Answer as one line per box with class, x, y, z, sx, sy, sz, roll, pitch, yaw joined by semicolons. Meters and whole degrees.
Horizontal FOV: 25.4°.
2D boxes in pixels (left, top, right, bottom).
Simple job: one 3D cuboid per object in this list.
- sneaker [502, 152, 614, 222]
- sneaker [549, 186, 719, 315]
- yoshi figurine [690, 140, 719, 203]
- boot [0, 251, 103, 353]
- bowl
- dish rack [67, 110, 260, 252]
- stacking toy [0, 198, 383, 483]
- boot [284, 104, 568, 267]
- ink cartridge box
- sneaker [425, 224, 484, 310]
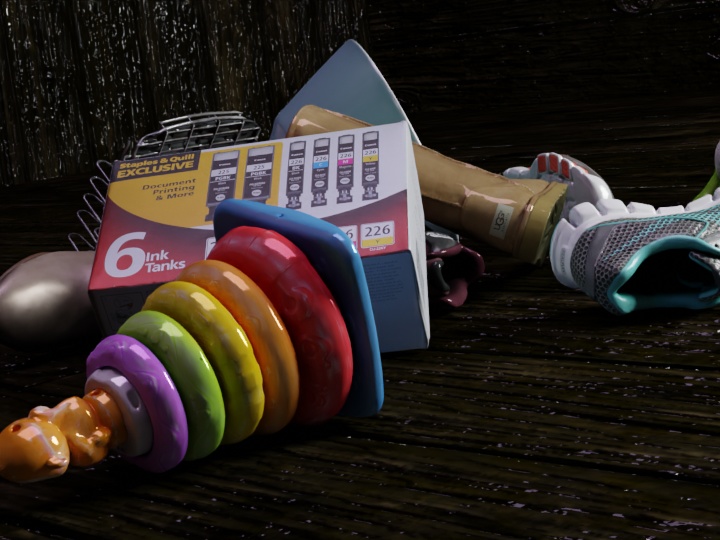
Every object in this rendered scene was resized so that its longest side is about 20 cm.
sneaker;0.186;-0.065;1.377;0.081;0.078;0.200;-3;7;-15
sneaker;0.224;-0.008;1.007;0.198;0.078;0.091;-12;24;-5
yoshi figurine;0.313;-0.058;1.229;0.112;0.113;0.200;38;8;16
boot;-0.157;0.015;1.152;0.145;0.071;0.200;-4;8;26
bowl;-0.008;-0.083;1.365;0.104;0.202;0.201;-29;10;-4
dish rack;-0.166;-0.050;1.273;0.055;0.201;0.153;44;35;23
stacking toy;-0.091;0.054;0.777;0.199;0.111;0.116;-29;31;-36
boot;0.053;-0.069;1.207;0.198;0.067;0.175;21;3;10
ink cartridge box;-0.060;-0.027;1.029;0.198;0.084;0.176;-7;40;6
sneaker;0.000;0.000;1.100;0.199;0.076;0.115;-12;12;-32
